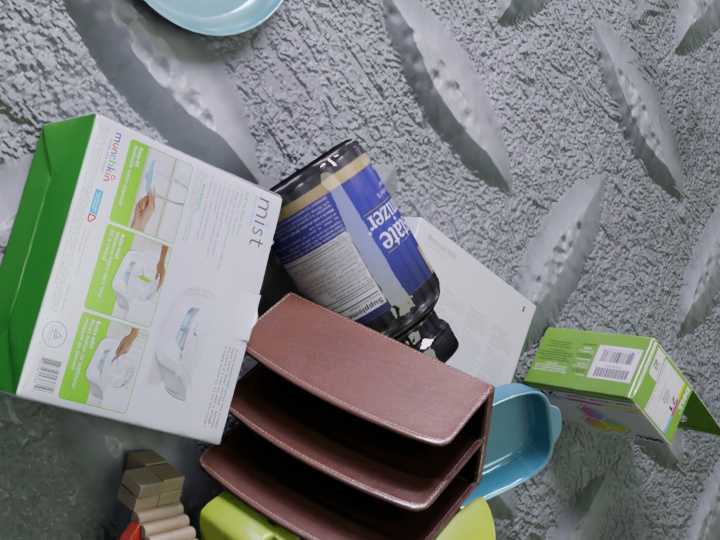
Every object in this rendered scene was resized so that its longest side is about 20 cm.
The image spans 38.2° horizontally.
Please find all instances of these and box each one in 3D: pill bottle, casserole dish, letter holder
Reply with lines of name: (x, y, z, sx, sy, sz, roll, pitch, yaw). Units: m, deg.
pill bottle: (0.000, 0.000, 0.894, 0.111, 0.111, 0.202, -37, 99, -34)
casserole dish: (0.105, 0.177, 1.024, 0.197, 0.039, 0.122, -22, 127, -12)
letter holder: (-0.018, 0.125, 0.806, 0.142, 0.198, 0.102, -39, 142, -43)

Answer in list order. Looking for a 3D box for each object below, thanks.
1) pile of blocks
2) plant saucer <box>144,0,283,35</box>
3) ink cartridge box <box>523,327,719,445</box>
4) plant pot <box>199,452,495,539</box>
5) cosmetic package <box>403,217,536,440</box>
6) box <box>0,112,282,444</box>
pile of blocks: (-0.157, 0.239, 0.794, 0.062, 0.082, 0.202, 1, 58, -52)
plant saucer: (-0.132, -0.294, 0.851, 0.198, 0.027, 0.204, -2, 93, -42)
ink cartridge box: (0.302, 0.154, 1.172, 0.200, 0.147, 0.076, 45, 64, -33)
plant pot: (0.002, 0.265, 0.858, 0.199, 0.180, 0.202, -27, 128, -37)
cosmetic package: (0.082, 0.060, 1.038, 0.199, 0.051, 0.153, 34, 72, -37)
box: (-0.170, 0.011, 0.783, 0.175, 0.096, 0.203, 21, 78, -40)
